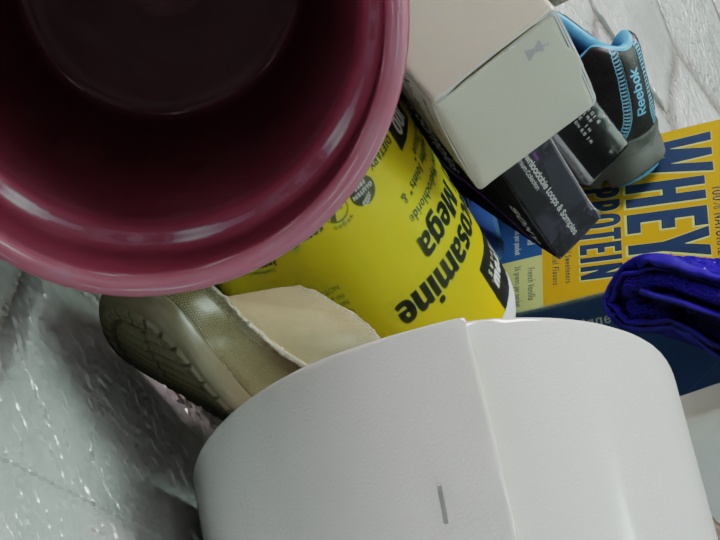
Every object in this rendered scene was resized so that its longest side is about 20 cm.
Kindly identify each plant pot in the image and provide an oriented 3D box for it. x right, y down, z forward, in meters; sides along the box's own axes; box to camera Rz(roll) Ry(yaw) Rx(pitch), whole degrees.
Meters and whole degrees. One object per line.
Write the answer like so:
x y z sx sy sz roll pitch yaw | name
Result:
-0.080 -0.105 1.138 0.179 0.199 0.201 -88 153 -79 | plant pot

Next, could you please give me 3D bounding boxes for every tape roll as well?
0.043 0.126 1.180 0.203 0.202 0.140 38 35 -57 | tape roll

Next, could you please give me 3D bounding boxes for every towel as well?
0.232 0.017 1.398 0.199 0.147 0.050 1 102 -32 | towel

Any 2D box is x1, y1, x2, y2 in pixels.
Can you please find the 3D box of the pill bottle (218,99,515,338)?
0.000 0.000 1.343 0.200 0.112 0.113 56 21 -32 | pill bottle

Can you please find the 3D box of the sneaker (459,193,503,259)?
0.022 -0.023 1.510 0.078 0.070 0.200 24 8 -8 | sneaker

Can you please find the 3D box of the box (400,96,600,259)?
0.017 -0.095 1.446 0.200 0.036 0.143 34 -13 41 | box

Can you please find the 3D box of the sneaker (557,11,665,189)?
0.080 -0.111 1.602 0.073 0.199 0.082 -34 129 -37 | sneaker

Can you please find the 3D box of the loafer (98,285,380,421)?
-0.037 0.034 1.225 0.076 0.068 0.200 26 -9 32 | loafer

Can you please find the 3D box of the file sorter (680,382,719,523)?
0.132 0.155 1.408 0.139 0.199 0.125 41 34 -54 | file sorter

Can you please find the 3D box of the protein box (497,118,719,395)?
0.171 0.047 1.600 0.135 0.197 0.201 -85 158 -55 | protein box

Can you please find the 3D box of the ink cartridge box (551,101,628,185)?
0.055 -0.093 1.505 0.095 0.037 0.200 50 -14 -18 | ink cartridge box

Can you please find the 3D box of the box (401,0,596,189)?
0.016 -0.136 1.319 0.200 0.068 0.082 53 -2 34 | box

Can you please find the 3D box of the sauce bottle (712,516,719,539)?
0.123 0.122 1.288 0.200 0.065 0.065 43 -5 45 | sauce bottle

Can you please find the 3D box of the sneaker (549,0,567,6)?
0.066 -0.168 1.402 0.077 0.200 0.079 -32 108 -28 | sneaker
